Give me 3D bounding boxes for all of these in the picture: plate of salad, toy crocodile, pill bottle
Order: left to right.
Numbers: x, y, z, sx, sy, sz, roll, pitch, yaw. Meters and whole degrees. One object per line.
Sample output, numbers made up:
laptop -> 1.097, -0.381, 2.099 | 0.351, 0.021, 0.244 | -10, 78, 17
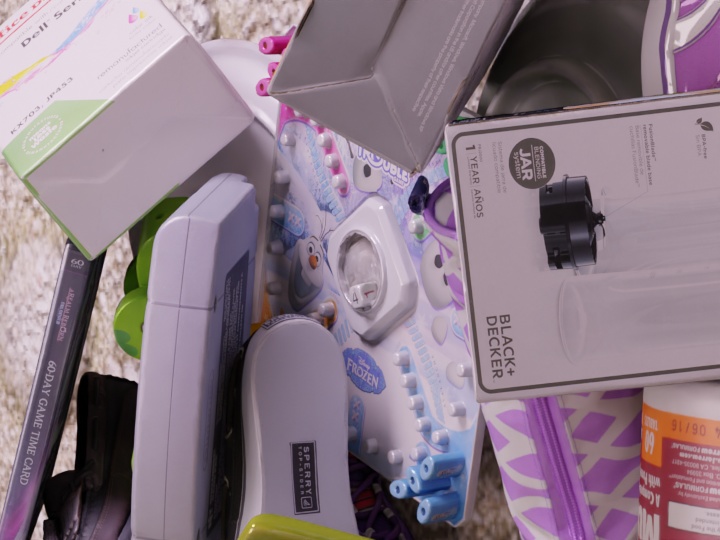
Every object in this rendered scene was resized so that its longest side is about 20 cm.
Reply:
toy crocodile -> -0.095, 0.055, 1.520 | 0.068, 0.061, 0.201 | -84, -10, -67
plate of salad -> -0.058, -0.027, 1.538 | 0.199, 0.048, 0.202 | 13, 109, 44
pill bottle -> 0.170, 0.142, 1.187 | 0.109, 0.109, 0.202 | 10, 100, 53

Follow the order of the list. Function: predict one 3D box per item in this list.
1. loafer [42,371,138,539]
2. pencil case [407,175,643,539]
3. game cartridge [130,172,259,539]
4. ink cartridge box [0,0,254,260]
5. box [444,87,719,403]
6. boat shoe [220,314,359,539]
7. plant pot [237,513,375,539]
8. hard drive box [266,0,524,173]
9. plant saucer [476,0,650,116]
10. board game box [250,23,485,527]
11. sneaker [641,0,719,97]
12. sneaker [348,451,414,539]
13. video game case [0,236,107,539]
loafer -> -0.153, 0.128, 1.574 | 0.072, 0.063, 0.200 | -58, 8, 33
pencil case -> 0.088, 0.044, 1.257 | 0.083, 0.086, 0.201 | -13, 116, 14
game cartridge -> -0.083, 0.061, 1.412 | 0.041, 0.133, 0.202 | 7, 103, 11
ink cartridge box -> -0.147, -0.101, 1.510 | 0.117, 0.067, 0.200 | -41, 32, -1
box -> 0.139, -0.015, 1.145 | 0.060, 0.198, 0.118 | -42, -56, -84
boat shoe -> -0.037, 0.123, 1.398 | 0.057, 0.068, 0.202 | 170, 103, -70
plant pot -> 0.000, 0.234, 1.264 | 0.182, 0.198, 0.201 | -93, 24, -52
hard drive box -> 0.042, -0.147, 1.247 | 0.076, 0.200, 0.157 | 28, 108, 2
plant saucer -> 0.104, -0.045, 1.313 | 0.199, 0.050, 0.202 | 5, 97, 53
board game box -> 0.000, 0.000, 1.403 | 0.200, 0.026, 0.201 | 32, 122, 50
sneaker -> 0.183, -0.116, 1.176 | 0.114, 0.072, 0.202 | 14, 100, 49
sneaker -> -0.008, 0.131, 1.461 | 0.200, 0.080, 0.084 | 31, 107, 47
video game case -> -0.168, 0.057, 1.561 | 0.143, 0.019, 0.201 | -83, 9, -71
